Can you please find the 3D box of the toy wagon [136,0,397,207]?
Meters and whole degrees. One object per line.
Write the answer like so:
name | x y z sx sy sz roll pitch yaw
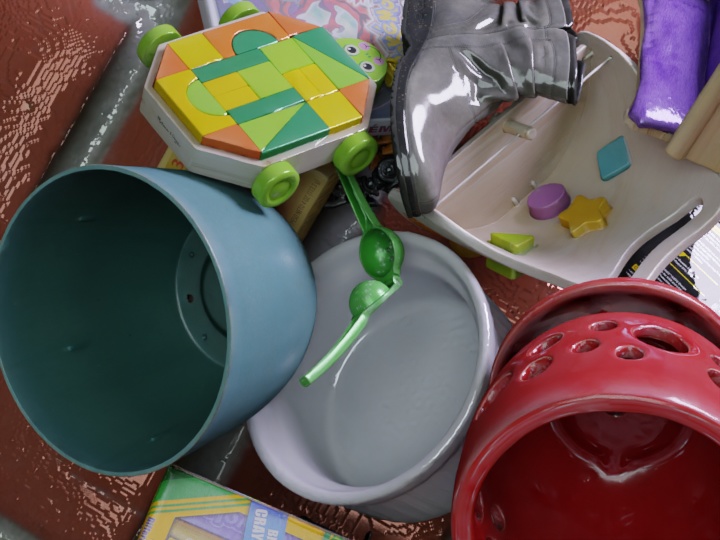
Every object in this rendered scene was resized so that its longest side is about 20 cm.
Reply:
toy wagon | -0.052 -0.126 1.220 0.199 0.040 0.155 -23 60 -33

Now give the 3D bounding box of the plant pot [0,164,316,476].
plant pot | -0.122 0.023 1.204 0.199 0.161 0.202 5 100 31

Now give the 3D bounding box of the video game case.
video game case | -0.026 -0.184 1.315 0.181 0.023 0.201 -4 59 -18

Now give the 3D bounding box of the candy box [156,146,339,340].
candy box | -0.111 -0.023 1.318 0.116 0.056 0.201 34 109 4

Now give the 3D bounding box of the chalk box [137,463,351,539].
chalk box | -0.065 0.234 1.222 0.199 0.124 0.125 24 76 1

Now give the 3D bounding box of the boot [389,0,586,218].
boot | 0.090 -0.124 1.228 0.129 0.068 0.201 0 52 9

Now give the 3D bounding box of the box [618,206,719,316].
box | 0.271 0.048 1.251 0.159 0.049 0.200 -36 70 -26

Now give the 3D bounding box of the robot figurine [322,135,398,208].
robot figurine | -0.045 -0.109 1.359 0.198 0.058 0.146 -11 81 8

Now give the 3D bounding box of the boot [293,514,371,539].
boot | -0.100 0.229 1.318 0.199 0.077 0.139 20 81 -2

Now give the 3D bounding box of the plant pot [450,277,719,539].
plant pot | 0.162 0.119 1.110 0.199 0.183 0.202 4 115 8

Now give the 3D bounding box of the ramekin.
ramekin | 0.024 0.082 1.267 0.199 0.098 0.202 -15 60 28

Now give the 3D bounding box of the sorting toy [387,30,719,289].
sorting toy | 0.157 -0.048 1.243 0.200 0.107 0.180 -40 44 -17

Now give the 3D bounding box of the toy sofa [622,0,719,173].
toy sofa | 0.250 -0.163 1.245 0.097 0.083 0.201 24 41 -7

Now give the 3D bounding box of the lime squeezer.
lime squeezer | 0.000 0.000 1.211 0.038 0.071 0.201 -18 51 33
